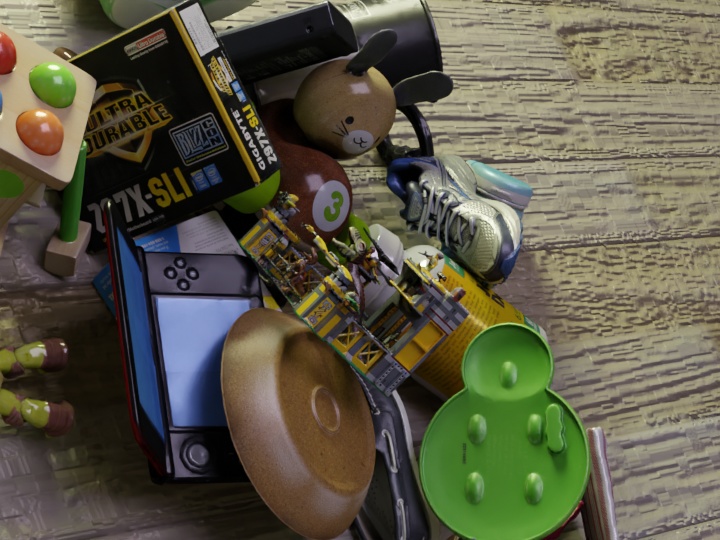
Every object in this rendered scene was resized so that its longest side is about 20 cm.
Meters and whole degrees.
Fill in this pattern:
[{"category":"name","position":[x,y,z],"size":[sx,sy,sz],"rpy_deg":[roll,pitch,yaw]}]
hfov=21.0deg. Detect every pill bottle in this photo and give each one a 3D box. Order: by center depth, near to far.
[{"category":"pill bottle","position":[0.069,0.047,1.823],"size":[0.200,0.113,0.113],"rpy_deg":[36,41,-15]}]

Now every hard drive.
[{"category":"hard drive","position":[-0.109,-0.187,1.712],"size":[0.140,0.199,0.033],"rpy_deg":[3,71,-82]}]

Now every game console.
[{"category":"game console","position":[-0.129,0.057,1.535],"size":[0.172,0.119,0.201],"rpy_deg":[2,65,-27]}]

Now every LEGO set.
[{"category":"LEGO set","position":[0.000,0.000,1.615],"size":[0.154,0.116,0.200],"rpy_deg":[44,2,-28]}]

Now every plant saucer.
[{"category":"plant saucer","position":[-0.041,0.119,1.590],"size":[0.200,0.035,0.201],"rpy_deg":[41,38,-41]}]

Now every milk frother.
[{"category":"milk frother","position":[-0.024,-0.161,1.895],"size":[0.188,0.180,0.201],"rpy_deg":[-14,99,-12]}]

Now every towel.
[{"category":"towel","position":[0.224,0.223,1.778],"size":[0.030,0.200,0.147],"rpy_deg":[-11,79,0]}]

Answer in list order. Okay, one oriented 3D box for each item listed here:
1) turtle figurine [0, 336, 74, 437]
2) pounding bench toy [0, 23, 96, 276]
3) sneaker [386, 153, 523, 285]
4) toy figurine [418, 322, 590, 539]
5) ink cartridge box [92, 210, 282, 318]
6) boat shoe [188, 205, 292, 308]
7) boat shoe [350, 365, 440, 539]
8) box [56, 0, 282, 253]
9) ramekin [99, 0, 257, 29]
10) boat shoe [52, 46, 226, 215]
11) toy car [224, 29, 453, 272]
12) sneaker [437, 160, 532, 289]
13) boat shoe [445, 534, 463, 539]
[{"category":"turtle figurine","position":[-0.300,0.076,1.488],"size":[0.161,0.064,0.200],"rpy_deg":[5,57,-41]},{"category":"pounding bench toy","position":[-0.275,-0.093,1.574],"size":[0.200,0.156,0.124],"rpy_deg":[29,43,-24]},{"category":"sneaker","position":[0.081,-0.049,1.839],"size":[0.085,0.077,0.200],"rpy_deg":[8,23,-30]},{"category":"toy figurine","position":[0.144,0.169,1.756],"size":[0.184,0.150,0.201],"rpy_deg":[55,35,-67]},{"category":"ink cartridge box","position":[-0.124,0.059,1.665],"size":[0.116,0.067,0.200],"rpy_deg":[-24,78,-48]},{"category":"boat shoe","position":[-0.114,-0.054,1.770],"size":[0.072,0.061,0.202],"rpy_deg":[-11,68,-47]},{"category":"boat shoe","position":[0.008,0.163,1.703],"size":[0.060,0.076,0.200],"rpy_deg":[-4,62,-51]},{"category":"box","position":[-0.182,-0.118,1.621],"size":[0.160,0.200,0.049],"rpy_deg":[63,35,-11]},{"category":"ramekin","position":[-0.166,-0.304,1.819],"size":[0.200,0.200,0.098],"rpy_deg":[-3,70,-45]},{"category":"boat shoe","position":[-0.210,-0.107,1.719],"size":[0.202,0.075,0.075],"rpy_deg":[41,5,-1]},{"category":"toy car","position":[-0.016,-0.124,1.726],"size":[0.164,0.200,0.158],"rpy_deg":[33,26,-45]},{"category":"sneaker","position":[0.119,-0.040,1.978],"size":[0.079,0.131,0.200],"rpy_deg":[23,4,4]},{"category":"boat shoe","position":[0.159,0.294,1.747],"size":[0.200,0.070,0.070],"rpy_deg":[36,42,-15]}]
